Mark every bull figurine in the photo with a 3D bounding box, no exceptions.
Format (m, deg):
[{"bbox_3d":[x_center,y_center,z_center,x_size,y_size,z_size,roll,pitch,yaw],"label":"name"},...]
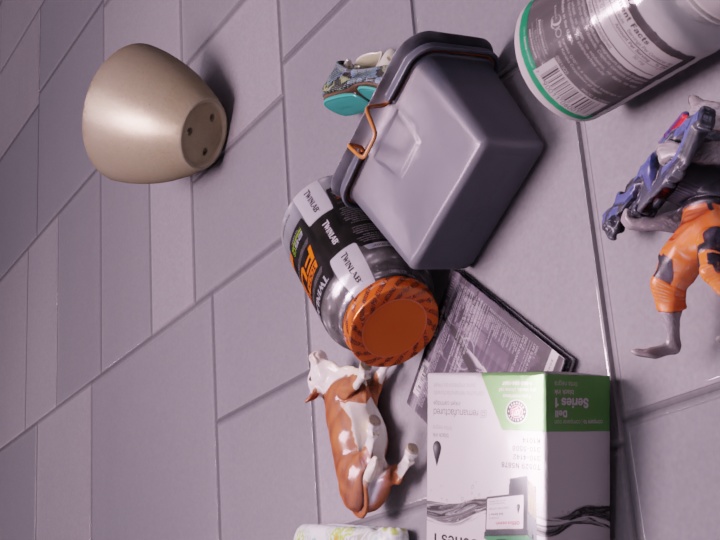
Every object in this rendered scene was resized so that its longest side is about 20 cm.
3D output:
[{"bbox_3d":[-0.002,0.155,1.281,0.122,0.064,0.202,-56,40,42],"label":"bull figurine"}]

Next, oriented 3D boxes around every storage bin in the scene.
[{"bbox_3d":[0.072,-0.103,1.155,0.135,0.144,0.201,55,131,35],"label":"storage bin"}]

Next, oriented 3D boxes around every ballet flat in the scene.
[{"bbox_3d":[0.021,-0.209,1.325,0.199,0.073,0.076,12,94,56],"label":"ballet flat"}]

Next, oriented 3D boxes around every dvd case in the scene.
[{"bbox_3d":[0.116,0.106,1.141,0.200,0.016,0.151,42,119,55],"label":"dvd case"}]

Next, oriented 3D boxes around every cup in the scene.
[{"bbox_3d":[-0.273,-0.209,1.731,0.142,0.199,0.204,18,100,30],"label":"cup"}]

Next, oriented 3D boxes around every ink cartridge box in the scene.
[{"bbox_3d":[0.129,0.187,1.013,0.145,0.083,0.204,-7,80,51],"label":"ink cartridge box"}]

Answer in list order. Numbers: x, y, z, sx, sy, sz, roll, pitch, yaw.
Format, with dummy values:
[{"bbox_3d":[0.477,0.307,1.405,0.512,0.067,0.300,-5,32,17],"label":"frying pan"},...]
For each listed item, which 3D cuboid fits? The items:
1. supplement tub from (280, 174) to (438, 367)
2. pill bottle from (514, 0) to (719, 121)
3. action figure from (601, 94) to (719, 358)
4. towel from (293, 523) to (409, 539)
[{"bbox_3d":[0.000,0.000,1.250,0.124,0.121,0.201,-66,31,25],"label":"supplement tub"},{"bbox_3d":[0.219,-0.202,0.937,0.199,0.112,0.115,-28,60,54],"label":"pill bottle"},{"bbox_3d":[0.248,-0.031,0.904,0.200,0.103,0.197,121,158,-77],"label":"action figure"},{"bbox_3d":[-0.015,0.355,1.280,0.199,0.047,0.174,-15,72,57],"label":"towel"}]
